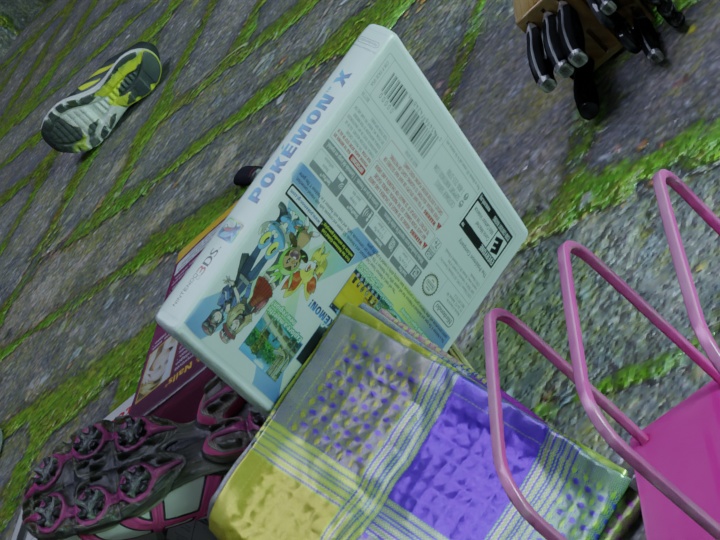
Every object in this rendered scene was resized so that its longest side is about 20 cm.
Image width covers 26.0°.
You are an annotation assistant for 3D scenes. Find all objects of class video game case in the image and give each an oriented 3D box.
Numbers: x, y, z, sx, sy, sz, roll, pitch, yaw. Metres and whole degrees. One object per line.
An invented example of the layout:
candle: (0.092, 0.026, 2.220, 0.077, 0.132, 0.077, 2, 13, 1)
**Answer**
video game case: (0.000, 0.000, 0.825, 0.022, 0.200, 0.183, 28, 77, 37)

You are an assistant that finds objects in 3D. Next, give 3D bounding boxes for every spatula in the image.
spatula: (-0.081, -0.080, 1.367, 0.057, 0.021, 0.200, -54, 21, -6)

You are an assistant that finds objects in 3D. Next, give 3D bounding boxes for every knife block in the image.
knife block: (0.136, -0.170, 1.032, 0.176, 0.064, 0.199, -56, 22, -18)

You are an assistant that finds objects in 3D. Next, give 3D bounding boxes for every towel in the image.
towel: (0.021, 0.110, 0.739, 0.199, 0.023, 0.144, 32, 81, 40)

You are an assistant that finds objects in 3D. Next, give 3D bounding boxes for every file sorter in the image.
file sorter: (0.155, 0.026, 0.592, 0.200, 0.125, 0.140, -40, 24, 24)

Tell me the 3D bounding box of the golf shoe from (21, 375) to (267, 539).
golf shoe: (-0.100, 0.121, 0.905, 0.198, 0.092, 0.073, -22, 47, 11)

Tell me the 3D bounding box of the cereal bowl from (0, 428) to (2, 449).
cereal bowl: (-0.440, 0.210, 1.511, 0.200, 0.083, 0.201, -42, 22, 21)

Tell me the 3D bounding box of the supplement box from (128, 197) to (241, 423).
supplement box: (-0.061, 0.039, 1.022, 0.131, 0.103, 0.201, -37, 24, 28)

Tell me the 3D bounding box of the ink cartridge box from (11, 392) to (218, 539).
ink cartridge box: (-0.165, 0.190, 1.005, 0.146, 0.083, 0.201, -39, 24, 28)

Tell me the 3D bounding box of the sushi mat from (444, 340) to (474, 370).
sushi mat: (0.044, 0.107, 0.827, 0.096, 0.012, 0.200, -48, 21, 6)

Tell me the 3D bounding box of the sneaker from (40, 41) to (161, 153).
sneaker: (-0.334, -0.227, 2.053, 0.199, 0.075, 0.085, -33, 20, 17)
